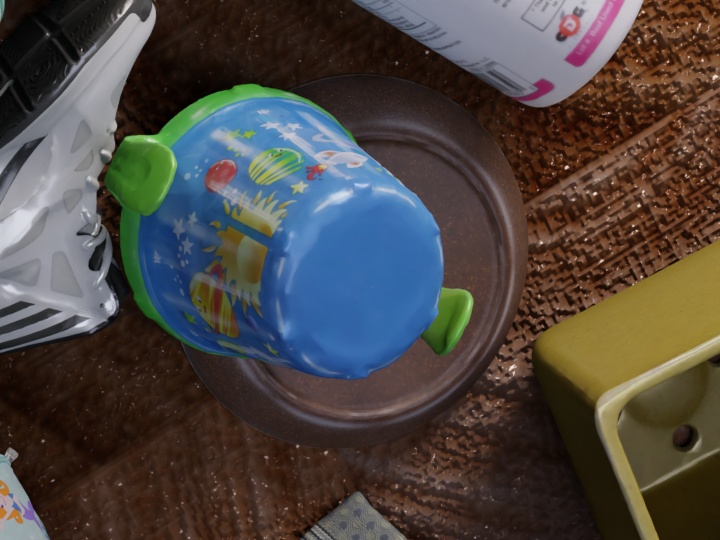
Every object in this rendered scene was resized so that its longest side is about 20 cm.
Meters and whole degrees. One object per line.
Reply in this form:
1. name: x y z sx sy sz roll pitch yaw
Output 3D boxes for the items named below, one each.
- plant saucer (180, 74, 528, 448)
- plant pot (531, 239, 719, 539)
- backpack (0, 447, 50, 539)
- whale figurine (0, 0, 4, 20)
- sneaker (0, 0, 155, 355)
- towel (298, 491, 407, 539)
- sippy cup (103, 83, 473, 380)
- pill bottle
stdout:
1. plant saucer: 0.000 0.000 1.530 0.199 0.034 0.201 -5 105 -17
2. plant pot: 0.197 0.081 1.528 0.195 0.200 0.195 -26 111 -10
3. backpack: -0.232 0.146 1.397 0.177 0.200 0.151 -26 90 -10
4. whale figurine: -0.227 -0.135 1.381 0.104 0.158 0.201 -44 136 -53
5. sneaker: -0.145 -0.045 1.456 0.115 0.076 0.201 35 98 -32
6. towel: -0.005 0.245 1.528 0.192 0.200 0.035 -42 156 -7
7. sippy cup: -0.030 -0.010 1.417 0.177 0.130 0.140 -15 111 -26
8. pill bottle: 0.037 -0.175 1.455 0.199 0.113 0.114 29 93 -24
